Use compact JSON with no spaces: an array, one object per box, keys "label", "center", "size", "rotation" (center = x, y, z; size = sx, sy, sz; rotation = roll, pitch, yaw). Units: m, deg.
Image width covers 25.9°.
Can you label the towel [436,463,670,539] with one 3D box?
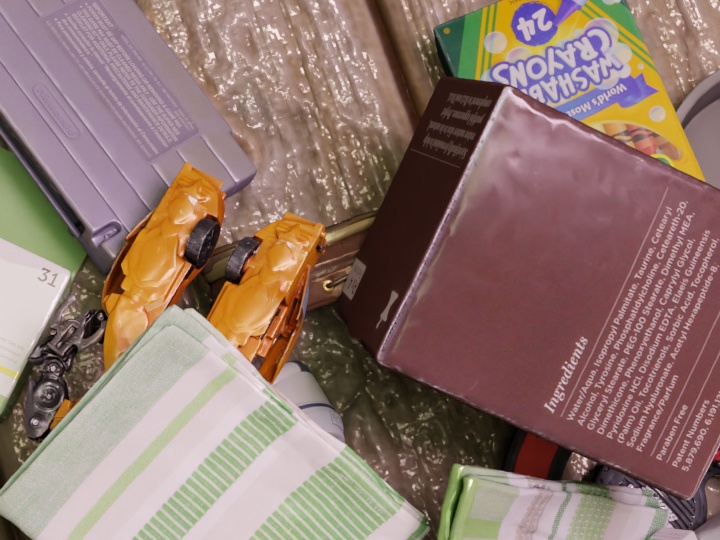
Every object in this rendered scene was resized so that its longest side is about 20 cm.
[{"label":"towel","center":[0.108,0.194,0.906],"size":[0.200,0.031,0.150],"rotation":[16,82,-47]}]

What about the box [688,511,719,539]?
[{"label":"box","center":[0.342,0.188,0.957],"size":[0.199,0.131,0.200],"rotation":[-27,83,-37]}]

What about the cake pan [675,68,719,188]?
[{"label":"cake pan","center":[0.295,-0.050,1.081],"size":[0.200,0.037,0.201],"rotation":[2,77,-9]}]

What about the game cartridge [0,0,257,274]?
[{"label":"game cartridge","center":[-0.171,-0.109,1.002],"size":[0.130,0.038,0.200],"rotation":[-34,85,-37]}]

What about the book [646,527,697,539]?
[{"label":"book","center":[0.142,0.252,0.902],"size":[0.200,0.048,0.134],"rotation":[-29,108,-41]}]

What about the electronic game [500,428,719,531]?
[{"label":"electronic game","center":[0.187,0.153,1.017],"size":[0.199,0.042,0.201],"rotation":[2,78,-9]}]

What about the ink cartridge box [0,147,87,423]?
[{"label":"ink cartridge box","center":[-0.245,-0.024,0.982],"size":[0.145,0.048,0.200],"rotation":[26,77,-3]}]

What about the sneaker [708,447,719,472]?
[{"label":"sneaker","center":[0.250,0.043,0.990],"size":[0.200,0.096,0.079],"rotation":[-45,129,13]}]

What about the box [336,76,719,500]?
[{"label":"box","center":[0.116,0.004,0.907],"size":[0.200,0.166,0.164],"rotation":[25,94,-12]}]

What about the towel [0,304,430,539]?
[{"label":"towel","center":[-0.077,0.134,0.867],"size":[0.200,0.023,0.153],"rotation":[42,90,-16]}]

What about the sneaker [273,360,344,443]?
[{"label":"sneaker","center":[-0.111,0.116,0.970],"size":[0.200,0.073,0.071],"rotation":[-19,53,-10]}]

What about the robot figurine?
[{"label":"robot figurine","center":[-0.106,0.044,0.922],"size":[0.145,0.058,0.200],"rotation":[25,73,10]}]

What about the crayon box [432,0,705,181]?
[{"label":"crayon box","center":[0.142,-0.089,1.036],"size":[0.125,0.052,0.200],"rotation":[-22,78,2]}]

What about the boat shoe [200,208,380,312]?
[{"label":"boat shoe","center":[0.000,0.000,1.008],"size":[0.200,0.072,0.068],"rotation":[-13,85,-6]}]
